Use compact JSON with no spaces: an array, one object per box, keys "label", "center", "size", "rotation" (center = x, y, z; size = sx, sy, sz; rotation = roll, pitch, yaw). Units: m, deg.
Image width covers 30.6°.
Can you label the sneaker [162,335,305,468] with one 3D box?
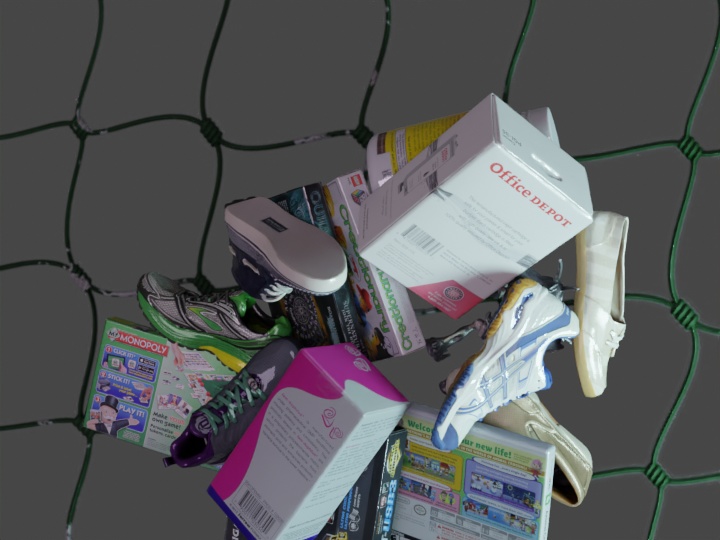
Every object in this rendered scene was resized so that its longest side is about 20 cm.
[{"label":"sneaker","center":[-0.133,0.152,1.425],"size":[0.075,0.087,0.200],"rotation":[49,118,17]}]

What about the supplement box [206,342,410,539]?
[{"label":"supplement box","center":[-0.054,0.184,1.373],"size":[0.101,0.103,0.201],"rotation":[44,114,23]}]

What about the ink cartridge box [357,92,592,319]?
[{"label":"ink cartridge box","center":[0.115,-0.060,1.327],"size":[0.146,0.083,0.199],"rotation":[34,127,-27]}]

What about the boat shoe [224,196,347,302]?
[{"label":"boat shoe","center":[-0.078,-0.001,1.404],"size":[0.200,0.074,0.094],"rotation":[40,139,47]}]

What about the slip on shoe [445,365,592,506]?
[{"label":"slip on shoe","center":[0.170,0.179,1.408],"size":[0.200,0.061,0.076],"rotation":[43,125,-18]}]

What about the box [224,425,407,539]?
[{"label":"box","center":[-0.055,0.249,1.462],"size":[0.196,0.049,0.203],"rotation":[14,99,30]}]

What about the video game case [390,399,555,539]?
[{"label":"video game case","center":[0.109,0.246,1.414],"size":[0.198,0.022,0.185],"rotation":[14,111,31]}]

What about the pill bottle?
[{"label":"pill bottle","center":[0.113,-0.114,1.409],"size":[0.197,0.109,0.111],"rotation":[-13,92,14]}]

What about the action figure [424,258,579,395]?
[{"label":"action figure","center":[0.161,0.052,1.419],"size":[0.199,0.102,0.120],"rotation":[-38,84,29]}]

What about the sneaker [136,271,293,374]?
[{"label":"sneaker","center":[-0.162,0.047,1.494],"size":[0.198,0.078,0.086],"rotation":[25,117,8]}]

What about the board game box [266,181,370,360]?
[{"label":"board game box","center":[-0.062,0.013,1.463],"size":[0.135,0.028,0.203],"rotation":[-13,93,53]}]

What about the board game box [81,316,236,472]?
[{"label":"board game box","center":[-0.220,0.147,1.549],"size":[0.198,0.029,0.136],"rotation":[17,97,11]}]

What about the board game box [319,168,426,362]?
[{"label":"board game box","center":[0.000,0.000,1.441],"size":[0.034,0.126,0.202],"rotation":[-20,89,-24]}]

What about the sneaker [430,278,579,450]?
[{"label":"sneaker","center":[0.147,0.111,1.335],"size":[0.088,0.075,0.201],"rotation":[31,105,0]}]

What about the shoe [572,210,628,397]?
[{"label":"shoe","center":[0.259,0.036,1.408],"size":[0.053,0.070,0.203],"rotation":[1,93,21]}]
